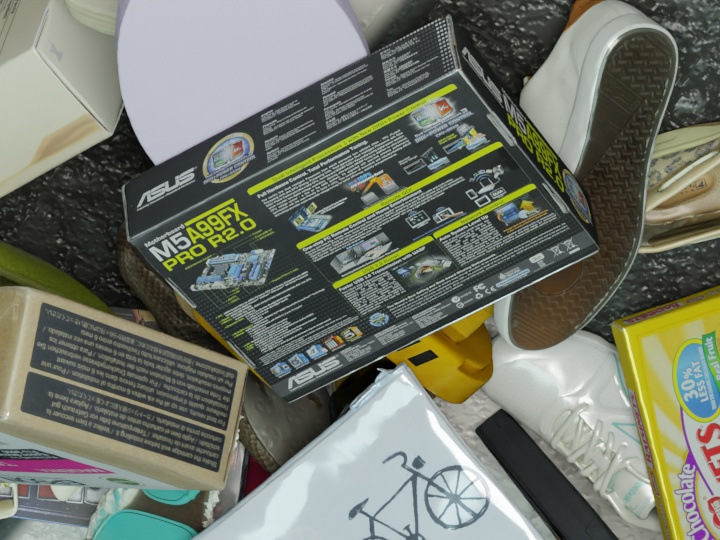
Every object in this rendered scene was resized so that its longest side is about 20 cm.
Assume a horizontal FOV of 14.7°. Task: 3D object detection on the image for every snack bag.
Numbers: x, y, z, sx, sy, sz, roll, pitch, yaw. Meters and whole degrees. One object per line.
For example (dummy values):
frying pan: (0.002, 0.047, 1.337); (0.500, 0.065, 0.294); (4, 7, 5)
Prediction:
snack bag: (0.014, 0.183, 1.571); (0.188, 0.021, 0.200); (-40, 87, 11)

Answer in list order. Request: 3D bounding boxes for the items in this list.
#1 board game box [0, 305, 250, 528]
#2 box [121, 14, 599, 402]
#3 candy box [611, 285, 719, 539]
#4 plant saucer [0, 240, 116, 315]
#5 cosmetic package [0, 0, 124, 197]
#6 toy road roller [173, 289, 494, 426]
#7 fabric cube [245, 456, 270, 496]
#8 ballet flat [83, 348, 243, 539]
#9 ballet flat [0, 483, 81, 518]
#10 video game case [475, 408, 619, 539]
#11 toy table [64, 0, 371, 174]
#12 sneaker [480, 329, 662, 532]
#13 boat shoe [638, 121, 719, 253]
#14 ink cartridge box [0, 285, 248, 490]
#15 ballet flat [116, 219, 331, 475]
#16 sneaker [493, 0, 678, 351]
board game box: (-0.164, 0.088, 1.692); (0.199, 0.035, 0.136); (7, 86, 4)
box: (0.002, -0.028, 1.453); (0.199, 0.044, 0.160); (-27, 133, 17)
candy box: (0.218, 0.110, 1.633); (0.102, 0.026, 0.201); (-18, 104, -8)
plant saucer: (-0.273, 0.022, 1.584); (0.199, 0.048, 0.200); (-27, 148, 28)
cosmetic package: (-0.226, -0.086, 1.580); (0.199, 0.105, 0.071); (-26, 120, 28)
toy road roller: (0.000, 0.000, 1.599); (0.146, 0.123, 0.200); (-42, 116, 19)
fabric cube: (-0.021, 0.247, 1.735); (0.199, 0.200, 0.197); (-6, 126, 14)
ballet flat: (-0.108, 0.120, 1.614); (0.071, 0.072, 0.200); (22, 134, -7)
ballet flat: (-0.203, 0.111, 1.650); (0.199, 0.076, 0.064); (-16, 112, 7)
video game case: (0.156, 0.187, 1.668); (0.025, 0.200, 0.181); (-38, 116, -2)
toy table: (-0.064, -0.130, 1.452); (0.183, 0.118, 0.201); (-7, 137, -3)
sneaker: (0.156, 0.102, 1.670); (0.200, 0.080, 0.071); (29, 128, -10)
boat shoe: (0.234, -0.056, 1.545); (0.199, 0.063, 0.073); (-21, 121, 24)
ink cartridge box: (-0.187, 0.065, 1.491); (0.199, 0.076, 0.164); (-3, 161, 43)
ballet flat: (-0.081, 0.050, 1.651); (0.200, 0.067, 0.046); (52, 136, 3)
sneaker: (0.116, -0.056, 1.541); (0.072, 0.085, 0.201); (10, 111, -27)
